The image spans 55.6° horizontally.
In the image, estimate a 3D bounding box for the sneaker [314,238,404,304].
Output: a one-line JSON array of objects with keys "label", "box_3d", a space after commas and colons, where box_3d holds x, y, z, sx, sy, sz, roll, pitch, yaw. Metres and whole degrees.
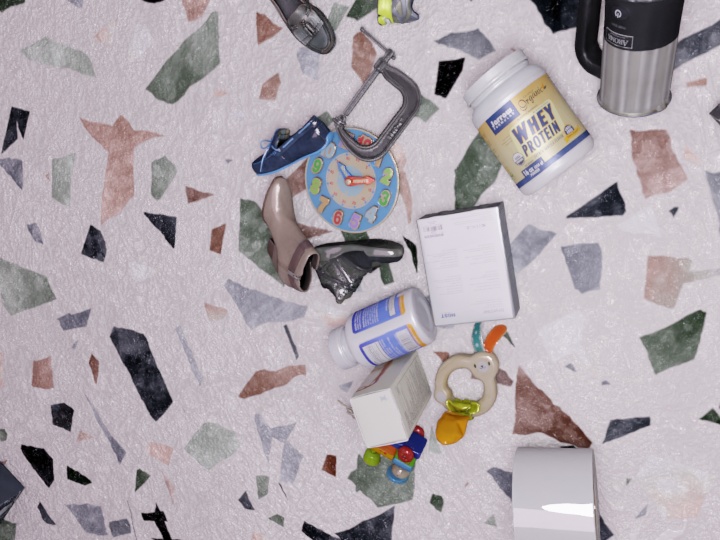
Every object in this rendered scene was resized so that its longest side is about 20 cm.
[{"label": "sneaker", "box_3d": [0.000, 0.000, 1.329, 0.195, 0.076, 0.117, -6, 102, 24]}]

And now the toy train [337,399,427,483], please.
[{"label": "toy train", "box_3d": [0.029, 0.349, 1.399, 0.197, 0.085, 0.117, 25, 123, 13]}]

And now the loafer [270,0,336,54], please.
[{"label": "loafer", "box_3d": [-0.126, -0.483, 1.268, 0.072, 0.063, 0.201, -41, 86, 23]}]

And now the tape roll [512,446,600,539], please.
[{"label": "tape roll", "box_3d": [0.353, 0.423, 1.225, 0.136, 0.202, 0.207, -5, 101, 20]}]

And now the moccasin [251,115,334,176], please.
[{"label": "moccasin", "box_3d": [-0.138, -0.246, 1.310, 0.197, 0.081, 0.069, -20, 119, 31]}]

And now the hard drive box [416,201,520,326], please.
[{"label": "hard drive box", "box_3d": [0.198, -0.011, 1.250, 0.153, 0.077, 0.205, -7, 99, 22]}]

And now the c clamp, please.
[{"label": "c clamp", "box_3d": [0.019, -0.312, 1.257, 0.169, 0.027, 0.202, 33, 95, 0]}]

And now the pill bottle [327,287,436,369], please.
[{"label": "pill bottle", "box_3d": [0.039, 0.120, 1.320, 0.197, 0.112, 0.114, -24, 93, 24]}]

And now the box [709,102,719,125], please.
[{"label": "box", "box_3d": [0.657, -0.252, 1.018, 0.157, 0.050, 0.200, 40, 113, -11]}]

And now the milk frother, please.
[{"label": "milk frother", "box_3d": [0.449, -0.378, 1.050, 0.196, 0.182, 0.190, -19, 135, -5]}]

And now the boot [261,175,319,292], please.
[{"label": "boot", "box_3d": [-0.131, -0.063, 1.334, 0.146, 0.069, 0.203, 40, 136, 41]}]

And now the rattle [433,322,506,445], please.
[{"label": "rattle", "box_3d": [0.198, 0.201, 1.269, 0.130, 0.142, 0.202, 43, 120, 26]}]

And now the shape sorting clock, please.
[{"label": "shape sorting clock", "box_3d": [-0.019, -0.172, 1.313, 0.196, 0.039, 0.205, 5, 103, 19]}]

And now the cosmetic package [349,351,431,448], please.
[{"label": "cosmetic package", "box_3d": [0.062, 0.238, 1.289, 0.086, 0.200, 0.105, -17, 96, 21]}]

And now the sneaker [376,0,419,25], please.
[{"label": "sneaker", "box_3d": [0.080, -0.529, 1.186, 0.079, 0.074, 0.204, 10, 111, 8]}]

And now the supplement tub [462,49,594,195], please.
[{"label": "supplement tub", "box_3d": [0.274, -0.245, 1.132, 0.144, 0.144, 0.202, -37, 89, 23]}]

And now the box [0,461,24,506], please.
[{"label": "box", "box_3d": [-1.027, 0.635, 1.784, 0.124, 0.200, 0.197, 41, 113, 5]}]
